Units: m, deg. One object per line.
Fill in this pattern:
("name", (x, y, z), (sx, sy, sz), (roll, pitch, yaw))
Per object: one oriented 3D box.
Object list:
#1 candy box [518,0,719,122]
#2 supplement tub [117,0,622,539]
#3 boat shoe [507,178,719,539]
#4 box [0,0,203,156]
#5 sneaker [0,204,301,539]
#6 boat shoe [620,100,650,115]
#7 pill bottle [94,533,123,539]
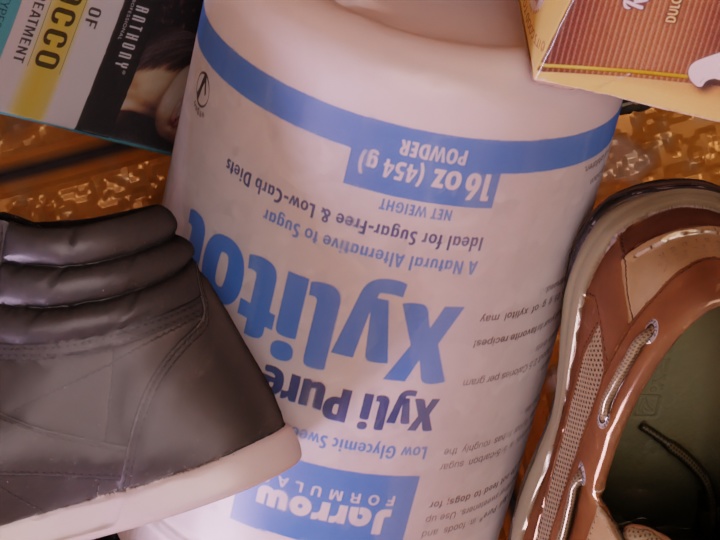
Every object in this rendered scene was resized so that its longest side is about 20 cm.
("candy box", (0.130, -0.127, 0.703), (0.116, 0.057, 0.200), (12, 130, -16))
("supplement tub", (0.000, 0.000, 0.827), (0.132, 0.132, 0.200), (8, 116, -10))
("boat shoe", (0.087, 0.074, 0.793), (0.075, 0.074, 0.200), (-4, 118, -8))
("box", (-0.099, -0.089, 0.801), (0.200, 0.049, 0.082), (11, 103, -53))
("sneaker", (-0.126, 0.040, 0.760), (0.200, 0.071, 0.099), (-18, 93, -3))
("boat shoe", (0.096, -0.108, 0.824), (0.072, 0.060, 0.202), (-11, 148, -14))
("pill bottle", (-0.003, 0.151, 0.894), (0.200, 0.112, 0.112), (20, 98, -12))
